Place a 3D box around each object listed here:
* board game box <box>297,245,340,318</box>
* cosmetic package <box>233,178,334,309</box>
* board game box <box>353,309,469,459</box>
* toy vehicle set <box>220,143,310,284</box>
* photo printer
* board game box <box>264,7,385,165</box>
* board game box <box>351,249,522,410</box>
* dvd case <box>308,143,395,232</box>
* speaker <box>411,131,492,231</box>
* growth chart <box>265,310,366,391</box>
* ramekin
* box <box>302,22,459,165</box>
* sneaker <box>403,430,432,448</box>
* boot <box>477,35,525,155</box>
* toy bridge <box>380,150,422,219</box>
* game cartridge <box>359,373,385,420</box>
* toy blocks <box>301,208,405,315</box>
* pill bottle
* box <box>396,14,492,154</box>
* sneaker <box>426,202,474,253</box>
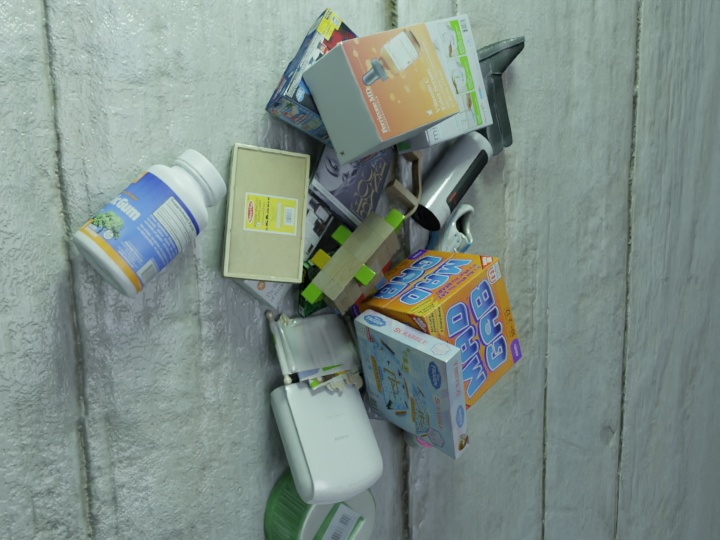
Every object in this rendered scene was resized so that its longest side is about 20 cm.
[{"bbox_3d":[-0.026,0.000,1.151,0.198,0.023,0.107,-26,139,-37],"label":"board game box"},{"bbox_3d":[-0.121,-0.046,1.078,0.082,0.050,0.202,42,72,-35],"label":"cosmetic package"},{"bbox_3d":[0.084,0.184,1.086,0.041,0.197,0.204,-33,128,-34],"label":"board game box"},{"bbox_3d":[-0.145,-0.086,1.019,0.121,0.026,0.206,6,83,-21],"label":"toy vehicle set"},{"bbox_3d":[-0.053,0.284,1.116,0.164,0.069,0.204,-3,64,-40],"label":"photo printer"},{"bbox_3d":[-0.030,-0.280,1.079,0.199,0.061,0.203,38,58,-27],"label":"board game box"},{"bbox_3d":[0.135,0.104,1.178,0.198,0.198,0.204,-33,115,-32],"label":"board game box"},{"bbox_3d":[-0.011,-0.178,1.133,0.148,0.016,0.204,40,58,-37],"label":"dvd case"},{"bbox_3d":[0.173,-0.174,1.278,0.201,0.080,0.082,-53,125,-20],"label":"speaker"},{"bbox_3d":[-0.066,0.138,1.134,0.197,0.018,0.148,4,65,-41],"label":"growth chart"},{"bbox_3d":[-0.064,0.442,1.178,0.197,0.097,0.206,-8,102,-38],"label":"ramekin"},{"bbox_3d":[0.035,-0.274,1.022,0.198,0.105,0.155,-30,98,-40],"label":"box"},{"bbox_3d":[0.133,0.271,1.330,0.081,0.088,0.201,39,50,-8],"label":"sneaker"},{"bbox_3d":[0.287,-0.355,1.346,0.163,0.065,0.204,-27,111,-24],"label":"boot"},{"bbox_3d":[0.076,-0.136,1.196,0.067,0.027,0.203,38,57,-26],"label":"toy bridge"},{"bbox_3d":[0.057,0.187,1.277,0.128,0.038,0.205,17,87,-36],"label":"game cartridge"},{"bbox_3d":[0.000,0.000,1.096,0.201,0.099,0.137,-49,158,-9],"label":"toy blocks"},{"bbox_3d":[-0.280,-0.071,0.903,0.201,0.111,0.113,-49,124,-22],"label":"pill bottle"},{"bbox_3d":[0.131,-0.334,1.186,0.174,0.096,0.205,-25,104,-33],"label":"box"},{"bbox_3d":[0.177,-0.040,1.301,0.074,0.086,0.205,7,95,-41],"label":"sneaker"}]
